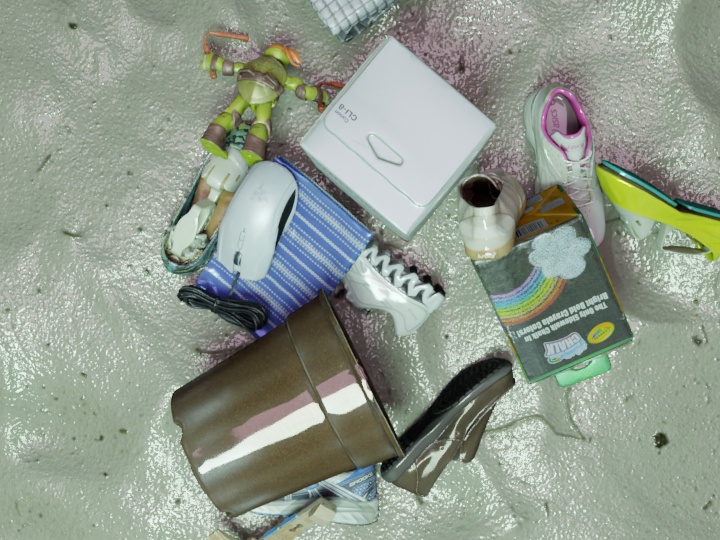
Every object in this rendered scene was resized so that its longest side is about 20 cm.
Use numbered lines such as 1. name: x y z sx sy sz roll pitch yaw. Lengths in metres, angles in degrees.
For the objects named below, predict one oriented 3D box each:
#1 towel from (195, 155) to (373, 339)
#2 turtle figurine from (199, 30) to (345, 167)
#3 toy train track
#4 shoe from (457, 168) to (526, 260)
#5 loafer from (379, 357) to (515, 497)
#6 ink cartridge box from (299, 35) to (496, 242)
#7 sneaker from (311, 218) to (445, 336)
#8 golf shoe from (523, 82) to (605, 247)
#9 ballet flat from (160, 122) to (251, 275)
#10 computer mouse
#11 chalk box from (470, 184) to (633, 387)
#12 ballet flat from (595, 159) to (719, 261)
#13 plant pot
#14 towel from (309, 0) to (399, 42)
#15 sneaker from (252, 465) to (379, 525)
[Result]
1. towel: -0.094 -0.012 0.961 0.145 0.024 0.200 40 115 7
2. turtle figurine: -0.107 -0.199 0.959 0.199 0.064 0.162 20 72 -1
3. toy train track: -0.101 0.319 0.955 0.115 0.033 0.200 36 122 -24
4. shoe: 0.138 -0.076 0.885 0.070 0.200 0.054 -12 113 15
5. loafer: 0.112 0.184 0.976 0.071 0.073 0.200 43 97 -9
6. ink cartridge box: 0.041 -0.131 0.905 0.145 0.200 0.145 40 92 2
7. sneaker: 0.000 0.000 0.976 0.200 0.075 0.081 36 101 2
8. golf shoe: 0.234 -0.116 0.950 0.075 0.092 0.201 -17 91 2
9. ballet flat: -0.174 -0.083 0.983 0.074 0.074 0.201 26 91 2
10. computer mouse: -0.132 -0.028 0.938 0.109 0.044 0.201 26 111 12
11. chalk box: 0.210 0.031 0.918 0.124 0.124 0.201 -23 108 10
12. ballet flat: 0.339 -0.059 0.941 0.199 0.067 0.067 19 109 -18
13. plant pot: -0.083 0.151 0.898 0.197 0.200 0.201 -26 89 -2
14. towel: -0.013 -0.383 0.966 0.165 0.086 0.200 -35 87 1
15. sneaker: -0.074 0.245 0.986 0.199 0.077 0.086 7 81 -4
